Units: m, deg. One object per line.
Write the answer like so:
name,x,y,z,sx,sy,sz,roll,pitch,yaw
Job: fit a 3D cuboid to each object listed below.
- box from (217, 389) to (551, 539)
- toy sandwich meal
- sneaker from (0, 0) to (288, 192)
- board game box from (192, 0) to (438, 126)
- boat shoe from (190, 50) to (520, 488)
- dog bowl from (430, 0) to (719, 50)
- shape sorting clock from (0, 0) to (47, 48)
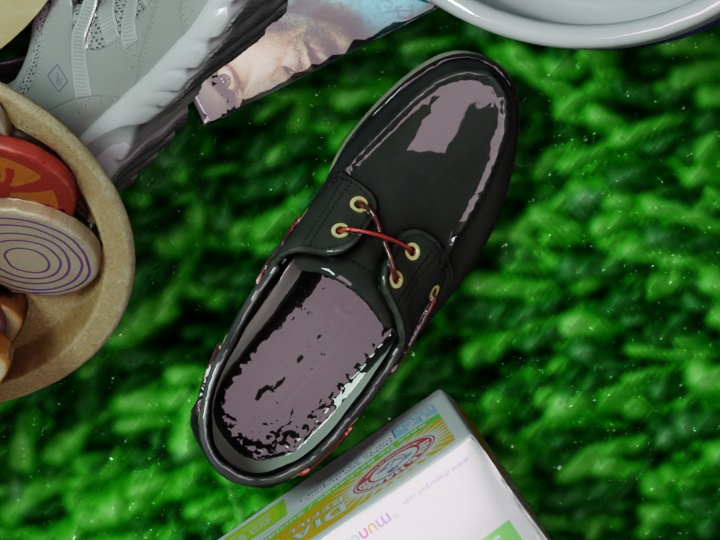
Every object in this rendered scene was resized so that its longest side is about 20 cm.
box,-0.014,0.150,1.033,0.200,0.112,0.102,-34,98,-1
toy sandwich meal,-0.184,0.005,0.979,0.204,0.070,0.206,3,134,3
sneaker,-0.086,-0.100,0.982,0.082,0.075,0.200,46,124,2
board game box,-0.049,-0.177,1.033,0.135,0.028,0.201,-27,98,-1
boat shoe,0.002,0.002,1.043,0.074,0.063,0.202,35,92,-5
dog bowl,0.087,-0.180,0.938,0.199,0.079,0.201,1,94,13
shape sorting clock,-0.196,-0.157,0.949,0.199,0.039,0.201,-3,119,-6
